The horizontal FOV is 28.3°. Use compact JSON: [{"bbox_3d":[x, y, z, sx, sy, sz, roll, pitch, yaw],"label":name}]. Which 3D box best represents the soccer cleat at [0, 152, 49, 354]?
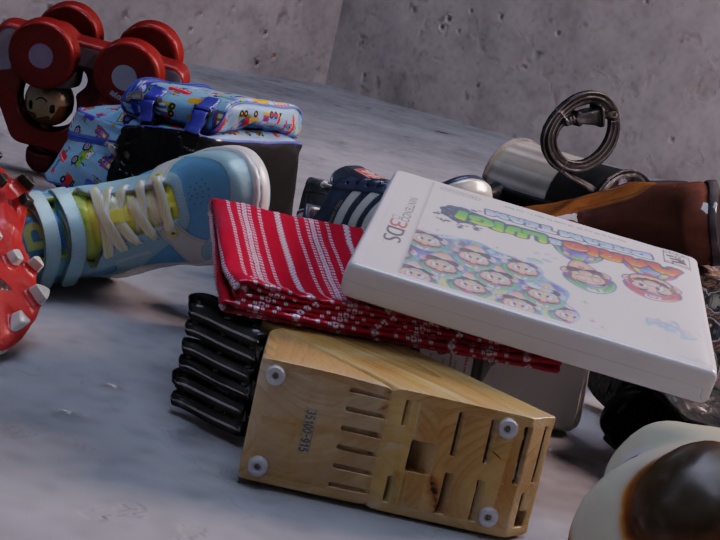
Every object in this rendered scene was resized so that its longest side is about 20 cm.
[{"bbox_3d":[-0.240,-0.002,0.865,0.069,0.085,0.200,44,16,-34],"label":"soccer cleat"}]

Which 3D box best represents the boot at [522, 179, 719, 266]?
[{"bbox_3d":[0.171,-0.037,1.109,0.199,0.069,0.188,-5,16,0],"label":"boot"}]

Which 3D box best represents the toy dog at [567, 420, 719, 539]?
[{"bbox_3d":[0.179,0.125,0.566,0.199,0.140,0.194,13,47,-6],"label":"toy dog"}]

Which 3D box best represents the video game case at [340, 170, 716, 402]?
[{"bbox_3d":[0.100,0.002,0.817,0.199,0.024,0.182,17,21,3],"label":"video game case"}]

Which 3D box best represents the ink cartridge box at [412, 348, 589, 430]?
[{"bbox_3d":[0.036,0.034,0.933,0.199,0.084,0.145,9,11,-17],"label":"ink cartridge box"}]

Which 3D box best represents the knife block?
[{"bbox_3d":[-0.006,0.066,0.769,0.199,0.064,0.176,13,11,-1],"label":"knife block"}]

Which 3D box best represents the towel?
[{"bbox_3d":[0.014,0.003,0.819,0.199,0.023,0.145,11,21,-13],"label":"towel"}]

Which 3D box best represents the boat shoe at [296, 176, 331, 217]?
[{"bbox_3d":[0.039,-0.049,1.375,0.199,0.068,0.072,11,-13,4],"label":"boat shoe"}]

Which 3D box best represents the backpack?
[{"bbox_3d":[-0.173,-0.104,1.282,0.199,0.135,0.182,15,10,29],"label":"backpack"}]

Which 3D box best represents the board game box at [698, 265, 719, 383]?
[{"bbox_3d":[0.349,0.062,1.117,0.199,0.097,0.159,15,11,14],"label":"board game box"}]

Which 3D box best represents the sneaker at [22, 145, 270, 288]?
[{"bbox_3d":[-0.163,-0.031,0.959,0.200,0.080,0.130,-20,-8,40],"label":"sneaker"}]

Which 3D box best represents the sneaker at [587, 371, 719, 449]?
[{"bbox_3d":[0.186,0.086,0.903,0.104,0.060,0.200,11,13,-36],"label":"sneaker"}]

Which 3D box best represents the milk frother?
[{"bbox_3d":[0.231,-0.124,1.688,0.180,0.201,0.188,-1,16,-39],"label":"milk frother"}]

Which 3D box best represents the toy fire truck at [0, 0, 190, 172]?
[{"bbox_3d":[-0.267,-0.164,1.400,0.199,0.168,0.112,13,21,0],"label":"toy fire truck"}]

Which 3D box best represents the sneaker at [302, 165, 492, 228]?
[{"bbox_3d":[0.019,-0.052,1.121,0.075,0.085,0.200,13,-26,-43],"label":"sneaker"}]
